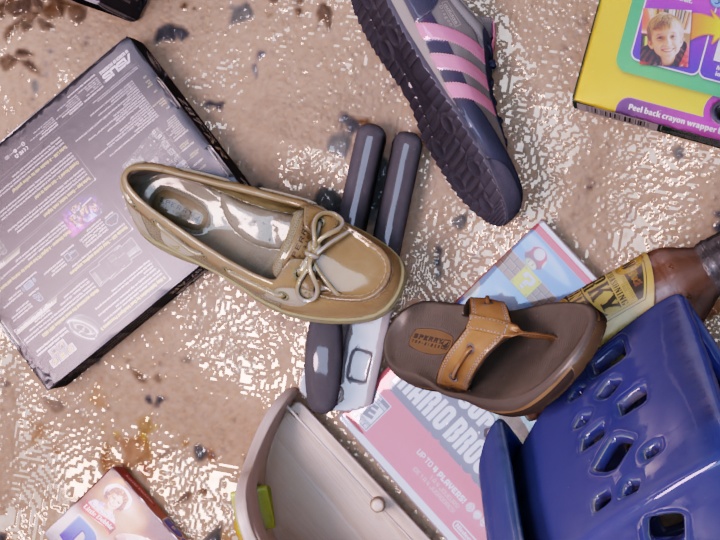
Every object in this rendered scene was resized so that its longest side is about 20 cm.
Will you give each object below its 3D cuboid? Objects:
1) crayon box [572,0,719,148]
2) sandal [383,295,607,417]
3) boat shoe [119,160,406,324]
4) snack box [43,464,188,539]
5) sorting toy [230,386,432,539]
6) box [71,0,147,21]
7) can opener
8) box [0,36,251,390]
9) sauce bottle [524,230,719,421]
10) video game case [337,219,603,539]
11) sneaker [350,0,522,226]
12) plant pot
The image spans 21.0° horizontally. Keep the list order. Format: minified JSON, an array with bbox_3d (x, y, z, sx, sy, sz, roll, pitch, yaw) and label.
[{"bbox_3d":[0.259,-0.169,1.305,0.198,0.058,0.174,16,91,7],"label":"crayon box"},{"bbox_3d":[0.075,0.043,1.266,0.054,0.199,0.082,38,73,-34],"label":"sandal"},{"bbox_3d":[-0.066,-0.022,1.294,0.199,0.063,0.074,24,80,13],"label":"boat shoe"},{"bbox_3d":[-0.131,0.235,1.376,0.072,0.024,0.200,-43,85,7],"label":"snack box"},{"bbox_3d":[-0.026,0.188,1.283,0.107,0.180,0.200,-45,84,5],"label":"sorting toy"},{"bbox_3d":[-0.200,-0.293,1.347,0.147,0.104,0.202,18,93,8],"label":"box"},{"bbox_3d":[0.000,0.000,1.334,0.053,0.067,0.202,12,91,4],"label":"can opener"},{"bbox_3d":[-0.187,-0.040,1.375,0.200,0.044,0.161,-39,85,6],"label":"box"},{"bbox_3d":[0.184,0.027,1.296,0.199,0.065,0.065,-31,86,5],"label":"sauce bottle"},{"bbox_3d":[0.102,0.086,1.347,0.200,0.017,0.143,-44,84,5],"label":"video game case"},{"bbox_3d":[0.073,-0.131,1.327,0.082,0.070,0.201,-28,90,-24],"label":"sneaker"},{"bbox_3d":[0.186,0.168,1.222,0.179,0.201,0.201,-30,114,14],"label":"plant pot"}]
